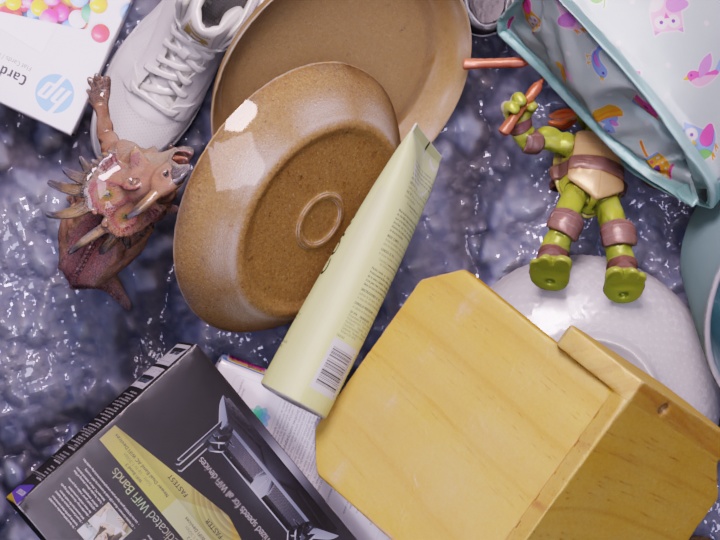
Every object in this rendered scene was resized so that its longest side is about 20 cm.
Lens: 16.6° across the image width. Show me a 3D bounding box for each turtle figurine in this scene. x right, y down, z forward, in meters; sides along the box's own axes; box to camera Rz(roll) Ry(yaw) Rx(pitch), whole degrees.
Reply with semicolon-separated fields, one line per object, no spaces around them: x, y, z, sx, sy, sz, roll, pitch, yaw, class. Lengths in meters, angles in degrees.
0.151;-0.063;1.699;0.199;0.064;0.162;18;59;-16;turtle figurine

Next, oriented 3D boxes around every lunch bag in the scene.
0.220;-0.158;1.652;0.170;0.122;0.200;-40;80;-21;lunch bag

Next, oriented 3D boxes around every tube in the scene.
0.000;0.000;1.650;0.052;0.058;0.201;30;85;-21;tube

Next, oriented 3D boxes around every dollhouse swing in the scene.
0.104;0.129;1.652;0.181;0.176;0.201;31;96;-44;dollhouse swing

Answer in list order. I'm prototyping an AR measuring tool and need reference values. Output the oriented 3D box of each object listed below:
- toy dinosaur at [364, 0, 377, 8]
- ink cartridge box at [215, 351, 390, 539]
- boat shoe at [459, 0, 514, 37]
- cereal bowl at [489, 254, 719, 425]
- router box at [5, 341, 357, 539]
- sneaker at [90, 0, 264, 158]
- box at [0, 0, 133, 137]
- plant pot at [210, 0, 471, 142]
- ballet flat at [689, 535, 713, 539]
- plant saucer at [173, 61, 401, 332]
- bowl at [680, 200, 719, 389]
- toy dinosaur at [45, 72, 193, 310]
-0.015;-0.234;1.699;0.102;0.077;0.202;17;106;34;toy dinosaur
-0.027;0.155;1.706;0.199;0.076;0.137;21;93;-1;ink cartridge box
0.083;-0.263;1.698;0.073;0.068;0.201;5;92;-3;boat shoe
0.157;0.090;1.709;0.198;0.083;0.202;0;92;-3;cereal bowl
-0.108;0.173;1.614;0.157;0.052;0.200;-41;101;-13;router box
-0.123;-0.153;1.672;0.073;0.116;0.201;31;92;-5;sneaker
-0.228;-0.216;1.702;0.155;0.041;0.201;25;92;-3;box
-0.016;-0.131;1.668;0.199;0.028;0.201;-18;133;-21;plant pot
0.196;0.276;1.723;0.068;0.072;0.200;39;90;-4;ballet flat
-0.037;-0.041;1.650;0.035;0.200;0.201;33;91;37;plant saucer
0.297;-0.008;1.678;0.199;0.105;0.202;-12;123;-19;bowl
-0.168;-0.033;1.641;0.085;0.136;0.201;18;131;-4;toy dinosaur
